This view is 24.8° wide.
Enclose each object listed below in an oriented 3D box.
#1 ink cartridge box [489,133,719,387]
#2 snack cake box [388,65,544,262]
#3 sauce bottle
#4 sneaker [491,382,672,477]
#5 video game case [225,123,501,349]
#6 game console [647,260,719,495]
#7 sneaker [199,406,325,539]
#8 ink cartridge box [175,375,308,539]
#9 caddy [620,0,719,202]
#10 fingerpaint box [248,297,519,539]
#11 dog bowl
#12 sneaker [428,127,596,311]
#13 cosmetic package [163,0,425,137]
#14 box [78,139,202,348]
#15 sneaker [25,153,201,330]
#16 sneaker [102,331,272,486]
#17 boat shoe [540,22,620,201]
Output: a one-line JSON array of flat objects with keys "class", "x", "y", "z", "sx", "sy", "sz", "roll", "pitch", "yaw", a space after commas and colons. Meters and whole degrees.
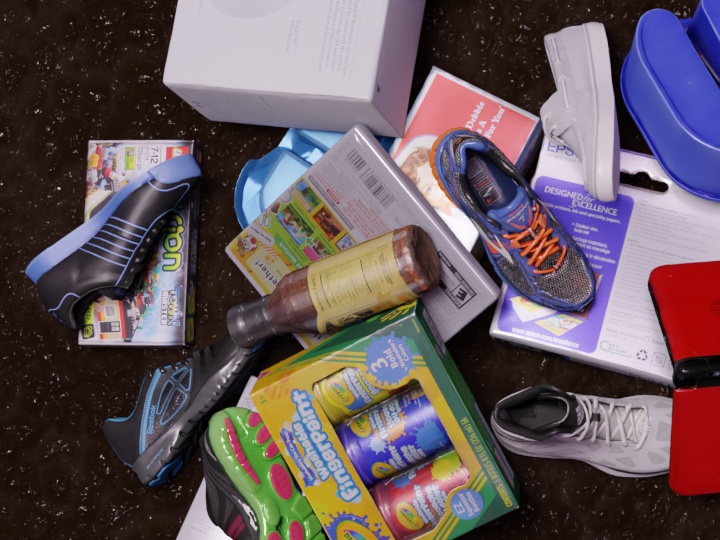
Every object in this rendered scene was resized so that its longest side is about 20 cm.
[{"class": "ink cartridge box", "x": 0.238, "y": -0.008, "z": 1.493, "sx": 0.197, "sy": 0.043, "sz": 0.201, "roll": 15, "pitch": 81, "yaw": 11}, {"class": "snack cake box", "x": 0.076, "y": -0.072, "z": 1.524, "sx": 0.115, "sy": 0.067, "sz": 0.201, "roll": 28, "pitch": 88, "yaw": 14}, {"class": "sauce bottle", "x": -0.027, "y": 0.020, "z": 1.454, "sx": 0.199, "sy": 0.066, "sz": 0.066, "roll": -21, "pitch": 78, "yaw": 26}, {"class": "sneaker", "x": 0.211, "y": 0.142, "z": 1.443, "sx": 0.199, "sy": 0.115, "sz": 0.076, "roll": 3, "pitch": 83, "yaw": 11}, {"class": "video game case", "x": 0.000, "y": 0.000, "z": 1.485, "sx": 0.182, "sy": 0.023, "sz": 0.200, "roll": -41, "pitch": 86, "yaw": 24}, {"class": "game console", "x": 0.356, "y": 0.088, "z": 1.442, "sx": 0.199, "sy": 0.119, "sz": 0.173, "roll": -4, "pitch": 52, "yaw": -9}, {"class": "sneaker", "x": -0.089, "y": 0.220, "z": 1.459, "sx": 0.076, "sy": 0.084, "sz": 0.201, "roll": -15, "pitch": 84, "yaw": -31}, {"class": "ink cartridge box", "x": -0.097, "y": 0.207, "z": 1.515, "sx": 0.099, "sy": 0.039, "sz": 0.201, "roll": 22, "pitch": 74, "yaw": 12}, {"class": "caddy", "x": 0.319, "y": -0.156, "z": 1.469, "sx": 0.141, "sy": 0.105, "sz": 0.201, "roll": -22, "pitch": 64, "yaw": -6}, {"class": "fingerpaint box", "x": 0.023, "y": 0.150, "z": 1.447, "sx": 0.166, "sy": 0.073, "sz": 0.201, "roll": -26, "pitch": 100, "yaw": 11}, {"class": "dog bowl", "x": -0.036, "y": -0.103, "z": 1.559, "sx": 0.111, "sy": 0.050, "sz": 0.200, "roll": 33, "pitch": 89, "yaw": 13}, {"class": "sneaker", "x": 0.134, "y": -0.041, "z": 1.441, "sx": 0.075, "sy": 0.078, "sz": 0.200, "roll": -43, "pitch": 93, "yaw": -3}, {"class": "cosmetic package", "x": -0.051, "y": -0.239, "z": 1.494, "sx": 0.199, "sy": 0.123, "sz": 0.200, "roll": 7, "pitch": 80, "yaw": 19}, {"class": "box", "x": -0.213, "y": -0.026, "z": 1.589, "sx": 0.109, "sy": 0.035, "sz": 0.201, "roll": 0, "pitch": 82, "yaw": 11}, {"class": "sneaker", "x": -0.219, "y": -0.025, "z": 1.541, "sx": 0.200, "sy": 0.070, "sz": 0.078, "roll": -38, "pitch": 82, "yaw": 10}, {"class": "sneaker", "x": -0.161, "y": 0.106, "z": 1.541, "sx": 0.082, "sy": 0.073, "sz": 0.200, "roll": 41, "pitch": 91, "yaw": 14}, {"class": "boat shoe", "x": 0.197, "y": -0.144, "z": 1.480, "sx": 0.068, "sy": 0.072, "sz": 0.201, "roll": -7, "pitch": 59, "yaw": 10}]
